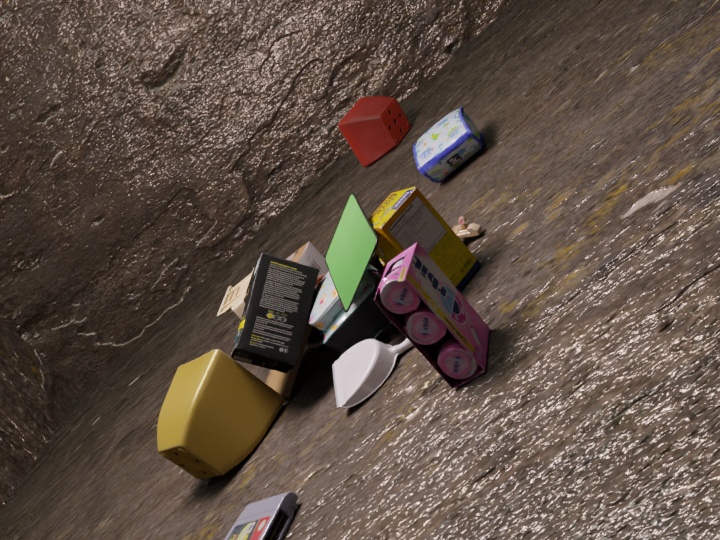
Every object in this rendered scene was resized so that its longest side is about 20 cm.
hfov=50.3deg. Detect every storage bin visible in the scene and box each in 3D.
[{"bbox_3d":[-0.242,0.124,1.894,0.093,0.200,0.199,-37,16,13],"label":"storage bin"}]

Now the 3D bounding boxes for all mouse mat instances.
[{"bbox_3d":[-0.020,-0.037,1.445,0.201,0.007,0.162,-114,42,-55],"label":"mouse mat"}]

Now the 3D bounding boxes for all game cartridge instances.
[{"bbox_3d":[-0.182,0.446,1.212,0.133,0.041,0.201,-35,17,42],"label":"game cartridge"}]

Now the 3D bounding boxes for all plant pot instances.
[{"bbox_3d":[-0.312,0.318,1.607,0.195,0.194,0.201,-26,31,47],"label":"plant pot"},{"bbox_3d":[0.070,-0.540,2.895,0.175,0.201,0.201,-8,36,43],"label":"plant pot"}]

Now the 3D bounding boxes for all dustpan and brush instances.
[{"bbox_3d":[0.038,0.159,1.394,0.200,0.057,0.140,-46,25,18],"label":"dustpan and brush"}]

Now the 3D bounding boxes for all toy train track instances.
[{"bbox_3d":[0.153,-0.076,1.595,0.198,0.033,0.115,-10,23,30],"label":"toy train track"}]

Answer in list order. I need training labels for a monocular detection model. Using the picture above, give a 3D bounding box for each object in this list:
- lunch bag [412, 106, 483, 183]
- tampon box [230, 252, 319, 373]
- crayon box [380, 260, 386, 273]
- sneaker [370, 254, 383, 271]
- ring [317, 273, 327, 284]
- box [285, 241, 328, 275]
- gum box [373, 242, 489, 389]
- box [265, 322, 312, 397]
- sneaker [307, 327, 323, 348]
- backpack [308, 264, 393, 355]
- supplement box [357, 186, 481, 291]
[{"bbox_3d":[0.230,-0.328,2.022,0.169,0.128,0.200,-38,7,19],"label":"lunch bag"},{"bbox_3d":[-0.176,0.089,1.565,0.150,0.125,0.203,133,151,-70],"label":"tampon box"},{"bbox_3d":[0.082,-0.002,1.686,0.199,0.051,0.127,-26,23,47],"label":"crayon box"},{"bbox_3d":[0.000,0.000,1.672,0.067,0.089,0.201,-83,15,-50],"label":"sneaker"},{"bbox_3d":[-0.103,0.055,1.834,0.198,0.019,0.201,-25,-22,-10],"label":"ring"},{"bbox_3d":[-0.198,0.040,2.177,0.199,0.106,0.153,-35,18,29],"label":"box"},{"bbox_3d":[0.109,0.064,1.161,0.066,0.200,0.114,-34,16,28],"label":"gum box"},{"bbox_3d":[-0.156,0.178,1.716,0.163,0.021,0.202,-7,63,69],"label":"box"},{"bbox_3d":[-0.066,0.099,1.757,0.200,0.075,0.105,-46,17,3],"label":"sneaker"},{"bbox_3d":[-0.016,0.067,1.559,0.176,0.153,0.200,-51,11,12],"label":"backpack"},{"bbox_3d":[0.109,-0.041,1.438,0.109,0.200,0.109,-47,16,-19],"label":"supplement box"}]
